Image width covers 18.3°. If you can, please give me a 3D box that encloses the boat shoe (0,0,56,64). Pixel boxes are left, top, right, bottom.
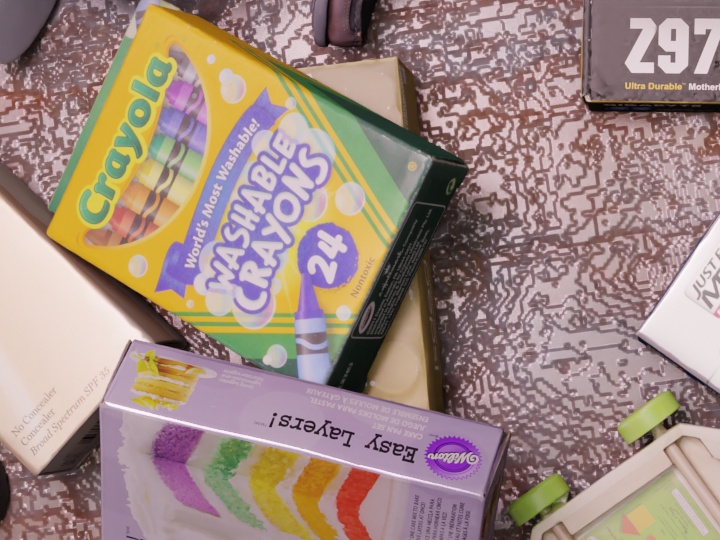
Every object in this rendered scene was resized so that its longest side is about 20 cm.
[{"bbox_3d":[-0.180,-0.208,1.143,0.066,0.070,0.202,14,89,16],"label":"boat shoe"}]

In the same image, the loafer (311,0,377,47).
[{"bbox_3d":[0.022,-0.206,1.115,0.062,0.072,0.202,11,86,4],"label":"loafer"}]

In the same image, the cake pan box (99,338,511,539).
[{"bbox_3d":[-0.032,0.134,1.060,0.183,0.052,0.201,15,134,9],"label":"cake pan box"}]

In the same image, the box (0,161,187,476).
[{"bbox_3d":[-0.194,0.002,1.128,0.200,0.078,0.095,42,94,7],"label":"box"}]

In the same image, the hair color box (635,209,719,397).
[{"bbox_3d":[0.241,0.049,1.075,0.199,0.061,0.100,36,92,7],"label":"hair color box"}]

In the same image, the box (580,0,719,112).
[{"bbox_3d":[0.209,-0.158,1.097,0.198,0.049,0.161,2,89,8],"label":"box"}]

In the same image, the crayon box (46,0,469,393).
[{"bbox_3d":[-0.064,-0.040,1.068,0.199,0.052,0.126,30,101,23],"label":"crayon box"}]

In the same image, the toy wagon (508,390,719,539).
[{"bbox_3d":[0.137,0.164,1.095,0.199,0.040,0.156,-36,83,5],"label":"toy wagon"}]

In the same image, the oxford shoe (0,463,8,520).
[{"bbox_3d":[-0.287,0.114,1.133,0.198,0.084,0.073,-8,88,9],"label":"oxford shoe"}]

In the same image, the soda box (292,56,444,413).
[{"bbox_3d":[0.000,0.000,1.109,0.067,0.064,0.202,-6,87,8],"label":"soda box"}]
